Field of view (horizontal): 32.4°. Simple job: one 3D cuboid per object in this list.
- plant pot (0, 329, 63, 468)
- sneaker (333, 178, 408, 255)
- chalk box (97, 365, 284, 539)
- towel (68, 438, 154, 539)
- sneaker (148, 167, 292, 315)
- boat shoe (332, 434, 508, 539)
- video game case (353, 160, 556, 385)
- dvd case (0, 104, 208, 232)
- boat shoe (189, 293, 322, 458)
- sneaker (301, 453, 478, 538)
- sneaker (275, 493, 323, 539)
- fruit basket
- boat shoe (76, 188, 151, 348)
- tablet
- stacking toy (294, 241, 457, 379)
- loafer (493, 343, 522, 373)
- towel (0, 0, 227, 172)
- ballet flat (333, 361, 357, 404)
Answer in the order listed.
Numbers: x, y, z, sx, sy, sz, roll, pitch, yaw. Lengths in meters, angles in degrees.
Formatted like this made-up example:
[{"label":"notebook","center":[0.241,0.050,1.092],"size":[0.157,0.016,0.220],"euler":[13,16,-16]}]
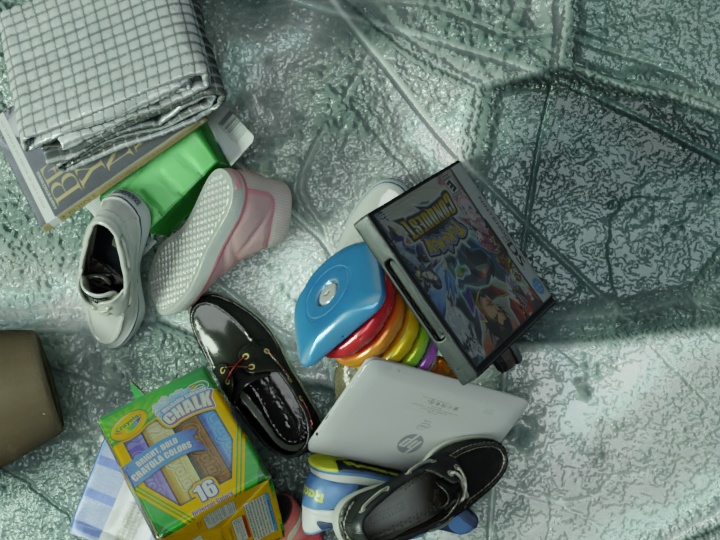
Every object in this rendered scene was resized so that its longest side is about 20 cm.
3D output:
[{"label":"plant pot","center":[-0.409,0.138,1.293],"size":[0.174,0.200,0.201],"euler":[-17,91,-11]},{"label":"sneaker","center":[0.000,0.000,1.283],"size":[0.073,0.071,0.201],"euler":[23,95,5]},{"label":"chalk box","center":[-0.178,0.193,1.254],"size":[0.123,0.125,0.200],"euler":[-26,53,-14]},{"label":"towel","center":[-0.205,0.259,1.343],"size":[0.199,0.024,0.148],"euler":[24,94,5]},{"label":"sneaker","center":[-0.140,-0.025,1.297],"size":[0.200,0.104,0.076],"euler":[-52,55,34]},{"label":"boat shoe","center":[0.069,0.216,1.210],"size":[0.199,0.060,0.074],"euler":[-16,92,-25]},{"label":"video game case","center":[0.098,-0.005,1.215],"size":[0.025,0.200,0.181],"euler":[-35,89,36]},{"label":"dvd case","center":[-0.269,-0.152,1.260],"size":[0.199,0.016,0.149],"euler":[-34,64,4]},{"label":"boat shoe","center":[-0.113,0.108,1.307],"size":[0.074,0.063,0.202],"euler":[-37,87,10]},{"label":"sneaker","center":[0.026,0.247,1.268],"size":[0.199,0.074,0.083],"euler":[18,89,-21]},{"label":"sneaker","center":[-0.111,0.335,1.301],"size":[0.200,0.074,0.087],"euler":[-50,124,-3]},{"label":"fruit basket","center":[-0.234,-0.142,1.306],"size":[0.185,0.094,0.200],"euler":[-45,72,6]},{"label":"boat shoe","center":[-0.259,0.012,1.271],"size":[0.072,0.066,0.201],"euler":[28,130,7]},{"label":"tablet","center":[0.059,0.155,1.240],"size":[0.199,0.014,0.130],"euler":[18,121,-29]},{"label":"stacking toy","center":[0.037,0.073,1.229],"size":[0.200,0.110,0.116],"euler":[37,115,-28]},{"label":"loafer","center":[0.083,0.033,1.263],"size":[0.063,0.072,0.200],"euler":[-41,100,-8]},{"label":"towel","center":[-0.243,-0.202,1.218],"size":[0.199,0.086,0.166],"euler":[-22,66,7]},{"label":"ballet flat","center":[-0.005,0.154,1.291],"size":[0.067,0.046,0.201],"euler":[12,99,-37]}]
